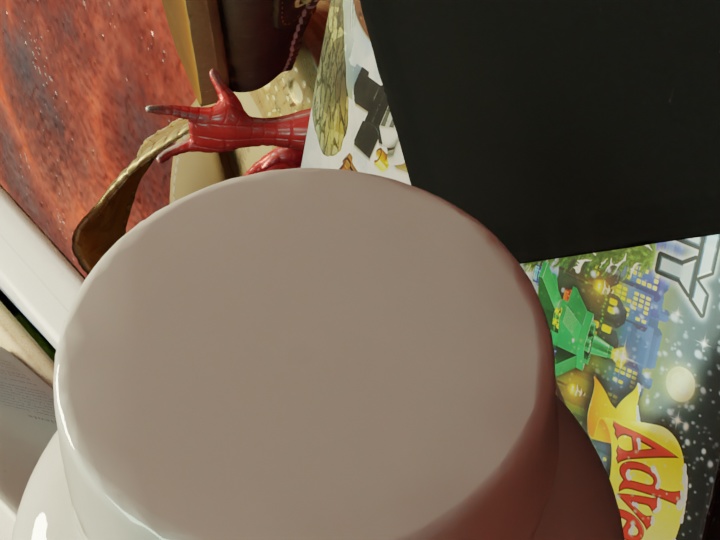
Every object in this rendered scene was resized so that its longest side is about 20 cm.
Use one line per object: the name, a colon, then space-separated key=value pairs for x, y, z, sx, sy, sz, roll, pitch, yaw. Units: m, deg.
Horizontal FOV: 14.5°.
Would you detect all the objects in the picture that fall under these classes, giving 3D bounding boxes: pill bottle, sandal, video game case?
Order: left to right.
video game case: x=-0.075 y=0.034 z=0.911 sx=0.200 sy=0.023 sz=0.182 roll=45 pitch=175 yaw=39
sandal: x=-0.057 y=-0.020 z=0.893 sx=0.078 sy=0.070 sz=0.212 roll=65 pitch=156 yaw=13
pill bottle: x=-0.007 y=0.076 z=0.530 sx=0.111 sy=0.111 sz=0.200 roll=54 pitch=160 yaw=33

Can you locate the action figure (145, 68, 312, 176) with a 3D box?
action figure: x=0.000 y=0.000 z=0.750 sx=0.065 sy=0.099 sz=0.200 roll=-91 pitch=-3 yaw=-64

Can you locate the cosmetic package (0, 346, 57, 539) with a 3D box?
cosmetic package: x=-0.113 y=0.097 z=0.820 sx=0.200 sy=0.081 sz=0.113 roll=30 pitch=103 yaw=55

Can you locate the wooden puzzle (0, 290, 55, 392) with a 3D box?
wooden puzzle: x=-0.085 y=0.071 z=1.002 sx=0.185 sy=0.037 sz=0.200 roll=42 pitch=169 yaw=48

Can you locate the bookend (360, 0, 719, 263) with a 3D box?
bookend: x=0.096 y=-0.018 z=0.492 sx=0.199 sy=0.092 sz=0.200 roll=-10 pitch=98 yaw=53

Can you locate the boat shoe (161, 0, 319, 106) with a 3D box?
boat shoe: x=-0.024 y=-0.101 z=0.724 sx=0.200 sy=0.070 sz=0.070 roll=90 pitch=164 yaw=-72

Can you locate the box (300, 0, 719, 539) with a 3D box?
box: x=0.041 y=0.015 z=0.639 sx=0.137 sy=0.038 sz=0.200 roll=25 pitch=112 yaw=41
